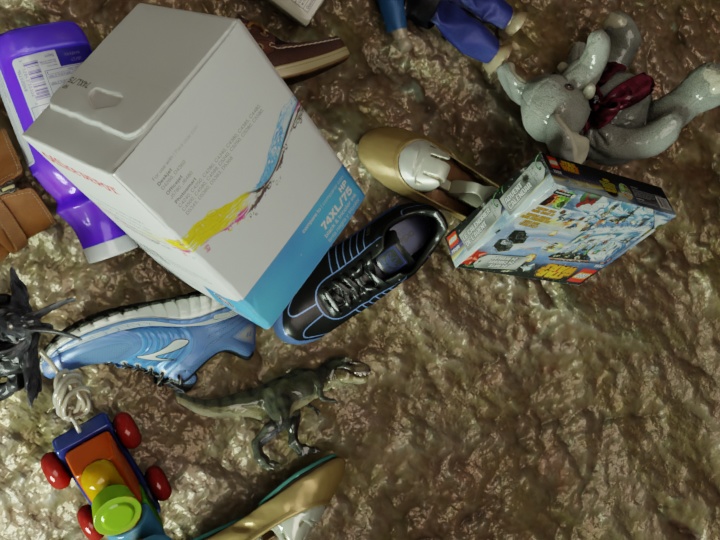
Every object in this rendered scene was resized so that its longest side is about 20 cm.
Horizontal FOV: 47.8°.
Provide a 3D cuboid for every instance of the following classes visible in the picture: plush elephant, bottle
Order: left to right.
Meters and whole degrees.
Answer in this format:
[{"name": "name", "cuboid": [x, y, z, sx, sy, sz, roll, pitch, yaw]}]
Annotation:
[{"name": "bottle", "cuboid": [-0.248, -0.108, 0.704, 0.083, 0.065, 0.202, -25, 102, -37]}, {"name": "plush elephant", "cuboid": [0.225, -0.171, 0.807, 0.154, 0.165, 0.200, 13, 124, -47]}]

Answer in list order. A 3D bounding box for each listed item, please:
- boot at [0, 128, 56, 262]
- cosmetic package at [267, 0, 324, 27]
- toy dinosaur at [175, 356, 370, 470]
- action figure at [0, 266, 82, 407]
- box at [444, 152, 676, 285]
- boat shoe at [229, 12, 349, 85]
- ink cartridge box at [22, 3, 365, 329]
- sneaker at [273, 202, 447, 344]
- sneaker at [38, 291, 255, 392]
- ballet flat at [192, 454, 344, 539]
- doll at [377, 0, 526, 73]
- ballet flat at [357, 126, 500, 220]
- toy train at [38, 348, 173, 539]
[{"name": "boot", "cuboid": [-0.361, -0.079, 0.660, 0.155, 0.077, 0.201, -33, 105, -14]}, {"name": "cosmetic package", "cuboid": [-0.103, -0.321, 0.729, 0.199, 0.073, 0.104, 35, 98, -14]}, {"name": "toy dinosaur", "cuboid": [-0.078, 0.140, 0.780, 0.199, 0.047, 0.089, -9, 85, -33]}, {"name": "action figure", "cuboid": [-0.325, 0.065, 0.632, 0.198, 0.102, 0.120, -21, 76, 9]}, {"name": "box", "cuboid": [0.200, -0.044, 0.805, 0.199, 0.137, 0.040, 8, 52, -39]}, {"name": "boat shoe", "cuboid": [-0.108, -0.203, 0.752, 0.198, 0.072, 0.073, -14, 98, -12]}, {"name": "ink cartridge box", "cuboid": [-0.126, -0.083, 0.651, 0.146, 0.146, 0.200, -54, 137, -14]}, {"name": "sneaker", "cuboid": [0.000, 0.000, 0.793, 0.200, 0.078, 0.070, -42, 105, -14]}, {"name": "sneaker", "cuboid": [-0.185, 0.072, 0.731, 0.198, 0.078, 0.090, -11, 93, -19]}, {"name": "ballet flat", "cuboid": [-0.090, 0.251, 0.768, 0.199, 0.069, 0.063, -30, 66, -9]}, {"name": "doll", "cuboid": [0.070, -0.278, 0.822, 0.199, 0.048, 0.137, 28, 82, -19]}, {"name": "ballet flat", "cuboid": [0.092, -0.093, 0.830, 0.199, 0.063, 0.069, 25, 82, -19]}, {"name": "toy train", "cuboid": [-0.216, 0.170, 0.676, 0.084, 0.116, 0.201, -28, 124, -16]}]
